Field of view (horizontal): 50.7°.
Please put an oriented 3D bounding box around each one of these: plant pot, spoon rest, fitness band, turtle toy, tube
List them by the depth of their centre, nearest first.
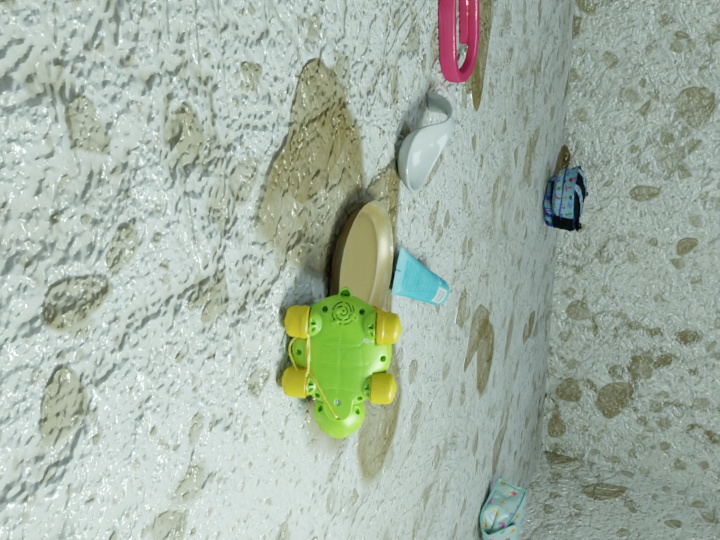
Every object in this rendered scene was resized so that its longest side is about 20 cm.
[{"bbox_3d":[-0.024,0.119,0.956,0.101,0.142,0.205,-79,174,-78],"label":"turtle toy"},{"bbox_3d":[0.000,0.000,1.092,0.199,0.027,0.205,9,90,-69],"label":"plant pot"},{"bbox_3d":[0.110,-0.214,1.242,0.100,0.059,0.202,72,33,-48],"label":"spoon rest"},{"bbox_3d":[0.102,0.021,1.333,0.199,0.049,0.079,26,70,-62],"label":"tube"},{"bbox_3d":[0.175,-0.440,1.358,0.144,0.037,0.204,-49,141,-49],"label":"fitness band"}]

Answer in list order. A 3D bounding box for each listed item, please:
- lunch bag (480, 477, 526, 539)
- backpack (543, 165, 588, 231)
[{"bbox_3d":[0.429,0.773,2.318,0.201,0.120,0.173,-52,147,-37],"label":"lunch bag"},{"bbox_3d":[0.696,-0.256,2.578,0.201,0.132,0.186,62,43,-57],"label":"backpack"}]
